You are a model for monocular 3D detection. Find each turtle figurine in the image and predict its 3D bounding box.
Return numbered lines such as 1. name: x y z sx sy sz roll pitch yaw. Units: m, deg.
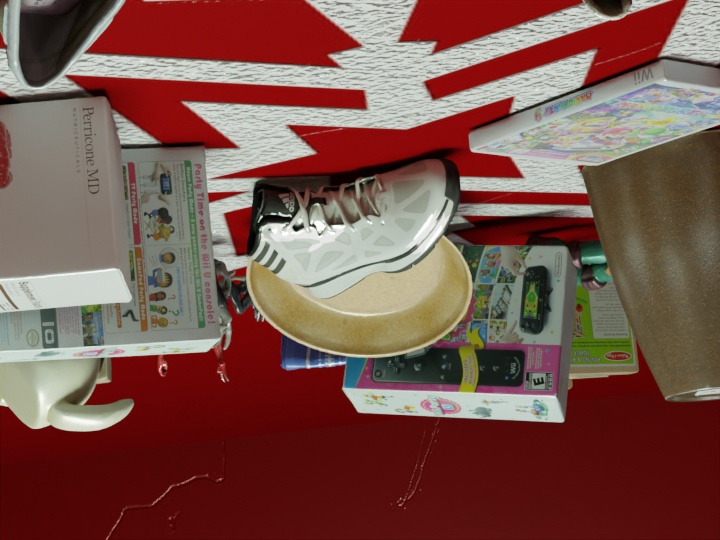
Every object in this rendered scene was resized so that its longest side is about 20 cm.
1. turtle figurine: 0.261 0.003 1.913 0.199 0.101 0.150 3 142 35

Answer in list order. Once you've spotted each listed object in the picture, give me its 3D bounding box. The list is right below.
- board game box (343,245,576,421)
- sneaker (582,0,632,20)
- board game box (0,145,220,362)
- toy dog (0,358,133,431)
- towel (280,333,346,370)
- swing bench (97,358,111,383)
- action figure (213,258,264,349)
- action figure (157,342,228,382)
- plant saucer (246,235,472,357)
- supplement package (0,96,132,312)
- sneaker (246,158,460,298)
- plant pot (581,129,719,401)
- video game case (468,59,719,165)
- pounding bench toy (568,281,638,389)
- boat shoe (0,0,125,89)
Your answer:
1. board game box: 0.093 0.056 1.844 0.198 0.149 0.064 0 157 16
2. sneaker: 0.110 -0.160 0.973 0.076 0.090 0.200 -8 170 11
3. board game box: -0.208 -0.011 1.452 0.198 0.149 0.064 -2 168 -15
4. toy dog: -0.224 0.015 1.547 0.193 0.200 0.140 26 141 24
5. towel: 0.020 0.038 1.955 0.198 0.145 0.024 -8 125 8
6. swing bench: -0.349 0.047 1.768 0.197 0.131 0.200 -8 175 11
7. action figure: -0.153 0.025 1.820 0.199 0.103 0.118 0 180 -37
8. action figure: -0.195 0.084 2.139 0.065 0.100 0.200 -3 167 -21
9. plant saucer: 0.000 0.000 1.748 0.198 0.036 0.201 3 138 3
10. supplement package: -0.259 -0.038 1.342 0.198 0.123 0.120 -6 169 -4
11. sneaker: -0.018 -0.041 1.598 0.115 0.076 0.200 19 144 -37
12. plant pot: 0.288 0.003 1.655 0.185 0.202 0.187 -6 169 -1
13. video game case: 0.198 -0.114 1.476 0.142 0.018 0.199 4 166 -40
14. pounding bench toy: 0.229 0.061 2.152 0.198 0.126 0.156 0 169 -29
15. boat shoe: -0.138 -0.147 0.973 0.074 0.065 0.202 -1 169 -26
